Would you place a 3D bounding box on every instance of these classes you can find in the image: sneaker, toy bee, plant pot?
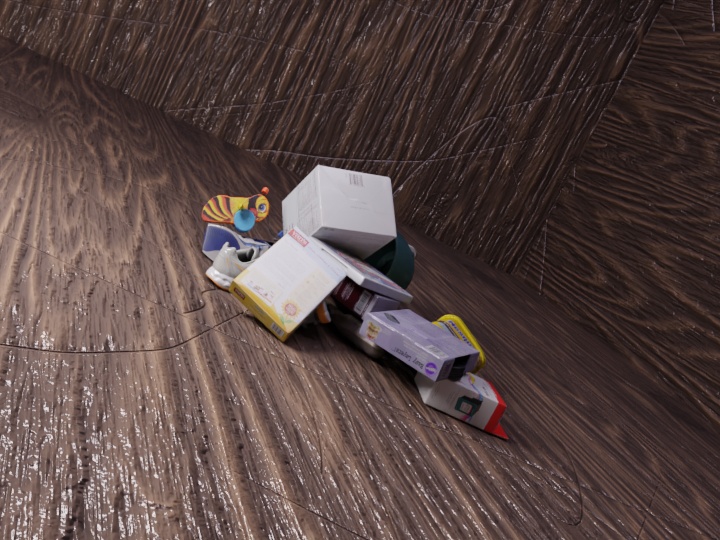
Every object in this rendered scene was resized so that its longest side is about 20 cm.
[{"bbox_3d":[-0.116,0.063,1.558,0.200,0.076,0.080,-129,-161,-73],"label":"sneaker"},{"bbox_3d":[-0.248,-0.136,1.689,0.197,0.111,0.130,18,-7,-34],"label":"toy bee"},{"bbox_3d":[-0.255,-0.037,1.695,0.196,0.082,0.115,19,-2,-11],"label":"sneaker"},{"bbox_3d":[-0.209,0.005,1.543,0.198,0.093,0.076,19,13,-42],"label":"sneaker"},{"bbox_3d":[0.044,-0.018,1.914,0.200,0.203,0.160,36,4,37],"label":"plant pot"}]

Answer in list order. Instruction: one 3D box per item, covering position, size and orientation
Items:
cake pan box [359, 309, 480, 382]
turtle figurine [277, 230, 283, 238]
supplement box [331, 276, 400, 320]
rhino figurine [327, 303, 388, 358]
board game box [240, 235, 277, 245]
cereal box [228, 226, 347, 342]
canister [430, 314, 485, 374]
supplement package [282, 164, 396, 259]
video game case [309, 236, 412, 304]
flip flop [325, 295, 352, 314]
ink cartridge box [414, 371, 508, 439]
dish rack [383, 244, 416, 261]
[{"bbox_3d":[0.122,0.144,1.506,0.198,0.053,0.183,30,16,26],"label":"cake pan box"},{"bbox_3d":[-0.102,-0.074,2.033,0.193,0.146,0.198,40,19,34],"label":"turtle figurine"},{"bbox_3d":[-0.022,0.035,1.633,0.199,0.062,0.108,37,10,30],"label":"supplement box"},{"bbox_3d":[-0.011,0.121,1.595,0.198,0.061,0.087,31,13,23],"label":"rhino figurine"},{"bbox_3d":[-0.225,-0.043,1.829,0.196,0.040,0.158,11,-5,15],"label":"board game box"},{"bbox_3d":[-0.133,0.021,1.442,0.144,0.040,0.200,43,48,4],"label":"cereal box"},{"bbox_3d":[0.196,0.178,1.692,0.150,0.086,0.199,56,17,11],"label":"canister"},{"bbox_3d":[-0.053,-0.117,1.720,0.188,0.150,0.199,7,-22,-30],"label":"supplement package"},{"bbox_3d":[0.000,0.000,1.626,0.181,0.023,0.199,37,8,36],"label":"video game case"},{"bbox_3d":[-0.036,0.085,1.695,0.197,0.058,0.081,29,11,4],"label":"flip flop"},{"bbox_3d":[0.215,0.253,1.531,0.197,0.068,0.116,26,12,-14],"label":"ink cartridge box"},{"bbox_3d":[0.042,-0.016,2.073,0.169,0.201,0.044,24,44,-14],"label":"dish rack"}]
